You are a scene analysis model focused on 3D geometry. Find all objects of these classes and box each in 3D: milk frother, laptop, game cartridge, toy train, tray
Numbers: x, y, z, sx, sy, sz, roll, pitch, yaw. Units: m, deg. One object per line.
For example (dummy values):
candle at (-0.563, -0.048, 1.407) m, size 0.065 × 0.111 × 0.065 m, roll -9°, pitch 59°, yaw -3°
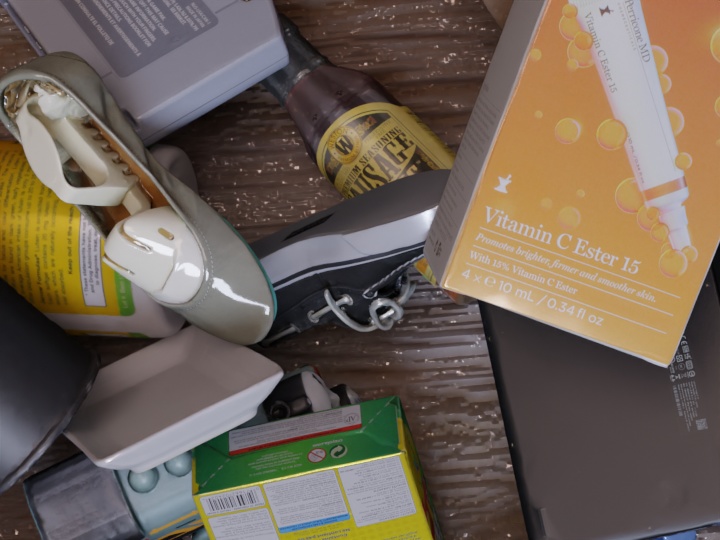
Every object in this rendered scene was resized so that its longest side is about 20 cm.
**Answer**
milk frother at (-0.278, 0.068, 1.224) m, size 0.188 × 0.200 × 0.180 m, roll 43°, pitch 135°, yaw -16°
laptop at (0.181, 0.049, 1.261) m, size 0.200 × 0.116 × 0.188 m, roll -14°, pitch 78°, yaw 13°
game cartridge at (-0.129, -0.159, 1.342) m, size 0.133 × 0.041 × 0.200 m, roll -33°, pitch 54°, yaw -7°
toy train at (-0.093, 0.114, 1.292) m, size 0.200 × 0.114 × 0.085 m, roll -24°, pitch 78°, yaw 6°
tray at (-0.108, 0.071, 1.237) m, size 0.107 × 0.200 × 0.022 m, roll -25°, pitch 102°, yaw -13°

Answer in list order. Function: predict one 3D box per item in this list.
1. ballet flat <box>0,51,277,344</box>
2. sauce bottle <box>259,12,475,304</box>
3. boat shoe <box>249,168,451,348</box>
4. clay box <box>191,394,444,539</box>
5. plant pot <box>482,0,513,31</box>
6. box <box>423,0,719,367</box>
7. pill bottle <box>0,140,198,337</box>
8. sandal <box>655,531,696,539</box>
ballet flat at (-0.127, -0.032, 1.230) m, size 0.200 × 0.064 × 0.067 m, roll 50°, pitch 126°, yaw 13°
sauce bottle at (0.008, -0.067, 1.330) m, size 0.200 × 0.066 × 0.066 m, roll 43°, pitch 90°, yaw 15°
boat shoe at (-0.002, 0.001, 1.278) m, size 0.199 × 0.074 × 0.068 m, roll -21°, pitch 105°, yaw 40°
clay box at (-0.011, 0.161, 1.253) m, size 0.115 × 0.200 × 0.048 m, roll -12°, pitch 42°, yaw 5°
plant pot at (0.150, -0.199, 1.274) m, size 0.174 × 0.200 × 0.201 m, roll -28°, pitch 76°, yaw 22°
box at (0.125, -0.073, 1.144) m, size 0.124 × 0.097 × 0.200 m, roll 18°, pitch 100°, yaw -7°
pill bottle at (-0.201, -0.020, 1.335) m, size 0.199 × 0.111 × 0.111 m, roll 2°, pitch 81°, yaw 11°
sandal at (0.129, 0.097, 1.280) m, size 0.087 × 0.079 × 0.201 m, roll -10°, pitch 81°, yaw -9°
